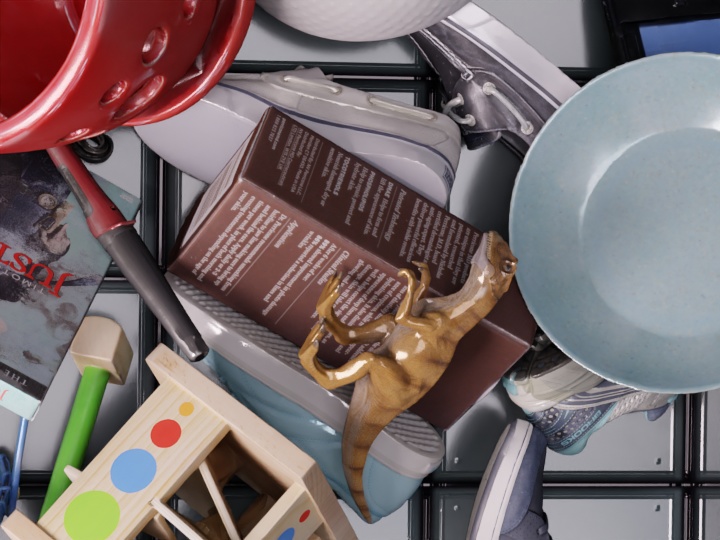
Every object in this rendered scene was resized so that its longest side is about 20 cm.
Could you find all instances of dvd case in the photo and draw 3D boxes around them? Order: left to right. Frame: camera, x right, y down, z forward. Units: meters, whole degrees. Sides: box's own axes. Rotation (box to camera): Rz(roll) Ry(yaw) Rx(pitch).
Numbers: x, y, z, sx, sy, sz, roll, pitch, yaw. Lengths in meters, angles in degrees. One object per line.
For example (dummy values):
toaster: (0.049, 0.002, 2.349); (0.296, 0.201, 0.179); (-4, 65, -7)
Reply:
dvd case: (-0.216, -0.014, 1.445); (0.146, 0.200, 0.022); (30, 128, -7)

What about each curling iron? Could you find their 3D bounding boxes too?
curling iron: (-0.137, -0.030, 1.477); (0.049, 0.026, 0.200); (-21, 61, -18)

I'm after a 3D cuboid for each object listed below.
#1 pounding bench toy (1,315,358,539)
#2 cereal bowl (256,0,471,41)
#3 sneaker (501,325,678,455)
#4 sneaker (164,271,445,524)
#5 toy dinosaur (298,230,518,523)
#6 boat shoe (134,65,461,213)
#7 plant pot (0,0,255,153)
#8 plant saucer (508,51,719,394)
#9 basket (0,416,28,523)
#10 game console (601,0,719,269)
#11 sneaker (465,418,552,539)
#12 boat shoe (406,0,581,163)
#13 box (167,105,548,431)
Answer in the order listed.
pounding bench toy: (-0.134, 0.138, 1.466); (0.200, 0.124, 0.156); (35, 75, 26)
cereal bowl: (0.000, -0.240, 1.474); (0.199, 0.083, 0.201); (-3, 74, 9)
sneaker: (0.178, 0.039, 1.554); (0.200, 0.078, 0.086); (-30, 121, -11)
sneaker: (-0.051, 0.081, 1.518); (0.200, 0.074, 0.082); (37, 110, 5)
toy dinosaur: (0.014, 0.060, 1.431); (0.106, 0.060, 0.200); (30, 112, -13)
boat shoe: (-0.036, -0.088, 1.519); (0.199, 0.071, 0.070); (12, 47, 9)
plant pot: (-0.169, -0.164, 1.415); (0.200, 0.182, 0.201); (1, 92, 32)
plant saucer: (0.187, -0.025, 1.468); (0.200, 0.039, 0.202); (-4, 78, 17)
basket: (-0.275, 0.115, 1.454); (0.176, 0.139, 0.201); (2, 100, -8)
game console: (0.256, -0.115, 1.498); (0.175, 0.116, 0.201); (-6, 72, -16)
sneaker: (0.129, 0.197, 1.531); (0.146, 0.077, 0.203); (11, 101, 4)
boat shoe: (0.080, -0.105, 1.532); (0.200, 0.072, 0.068); (38, 85, -14)
box: (0.000, 0.000, 1.490); (0.200, 0.100, 0.075); (32, 44, -11)
